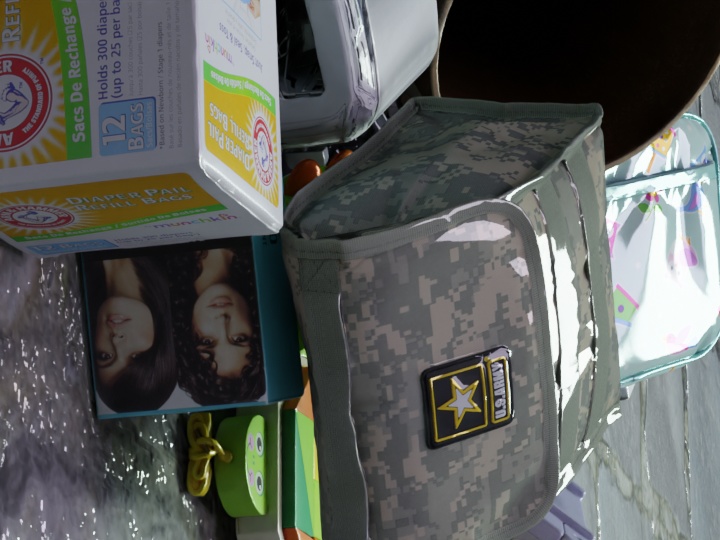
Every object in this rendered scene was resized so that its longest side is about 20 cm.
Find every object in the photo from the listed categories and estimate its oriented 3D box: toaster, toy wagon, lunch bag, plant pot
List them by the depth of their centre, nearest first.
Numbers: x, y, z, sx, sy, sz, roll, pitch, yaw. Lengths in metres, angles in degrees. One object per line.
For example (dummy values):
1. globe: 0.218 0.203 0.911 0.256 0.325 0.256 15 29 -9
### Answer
1. lunch bag: 0.037 0.029 1.249 0.200 0.117 0.165 -42 131 -56
2. toaster: -0.035 -0.152 1.342 0.129 0.113 0.201 -61 144 -59
3. toy wagon: -0.034 0.111 1.388 0.200 0.039 0.156 43 44 -66
4. plant pot: 0.075 -0.176 1.527 0.200 0.186 0.188 49 -15 47
5. lunch bag: 0.122 -0.013 1.599 0.199 0.077 0.162 -13 105 -42

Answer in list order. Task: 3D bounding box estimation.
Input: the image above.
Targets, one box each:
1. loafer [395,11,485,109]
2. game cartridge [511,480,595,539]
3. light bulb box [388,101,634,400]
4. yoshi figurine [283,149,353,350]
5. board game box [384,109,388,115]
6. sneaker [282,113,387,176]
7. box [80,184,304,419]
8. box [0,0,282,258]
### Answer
1. loafer: 0.034 -0.147 1.647 0.201 0.071 0.063 -94 -170 -48
2. game cartridge: 0.069 0.107 1.549 0.130 0.038 0.200 41 6 -2
3. light bulb box: 0.111 -0.039 1.773 0.198 0.124 0.201 -53 135 -67
4. yoshi figurine: -0.011 0.008 1.377 0.200 0.112 0.113 17 71 -52
5. board game box: -0.019 -0.144 1.549 0.096 0.030 0.201 -69 152 -57
6. sneaker: -0.004 -0.028 1.512 0.083 0.071 0.201 -95 175 -48
7. box: -0.079 -0.040 1.213 0.049 0.082 0.201 -7 91 -72
8. box: -0.099 -0.116 1.114 0.101 0.112 0.201 41 44 -68
